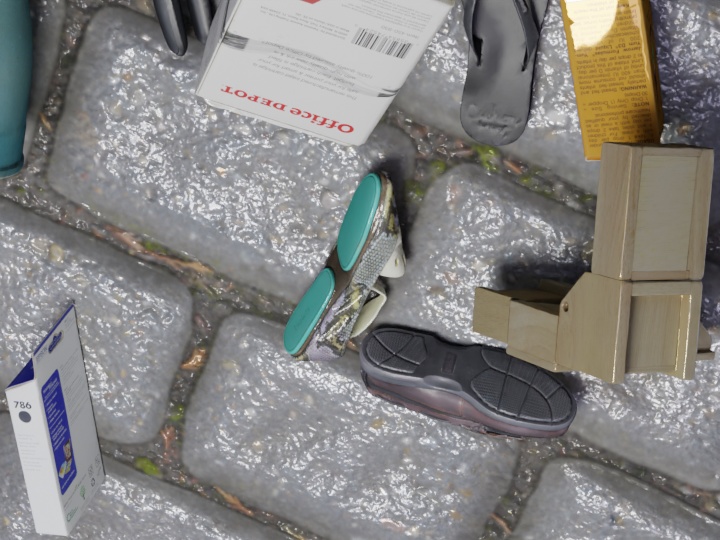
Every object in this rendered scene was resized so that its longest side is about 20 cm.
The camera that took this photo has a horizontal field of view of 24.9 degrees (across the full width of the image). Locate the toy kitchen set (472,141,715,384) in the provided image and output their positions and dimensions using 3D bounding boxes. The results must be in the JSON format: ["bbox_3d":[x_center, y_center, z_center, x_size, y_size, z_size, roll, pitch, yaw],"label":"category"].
[{"bbox_3d":[0.215,-0.016,1.308,0.162,0.199,0.183,-1,100,-29],"label":"toy kitchen set"}]

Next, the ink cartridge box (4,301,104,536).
[{"bbox_3d":[-0.287,0.138,1.530,0.039,0.100,0.202,3,117,14],"label":"ink cartridge box"}]

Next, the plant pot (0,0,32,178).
[{"bbox_3d":[-0.355,-0.196,1.322,0.198,0.200,0.190,17,105,6],"label":"plant pot"}]

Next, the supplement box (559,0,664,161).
[{"bbox_3d":[0.191,-0.188,1.251,0.068,0.067,0.202,-7,114,18],"label":"supplement box"}]

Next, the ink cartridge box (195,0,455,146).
[{"bbox_3d":[-0.028,-0.195,1.233,0.145,0.084,0.200,15,149,-14],"label":"ink cartridge box"}]

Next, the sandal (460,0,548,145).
[{"bbox_3d":[0.112,-0.191,1.284,0.075,0.043,0.202,3,117,13],"label":"sandal"}]

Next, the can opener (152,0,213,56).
[{"bbox_3d":[-0.157,-0.272,1.313,0.063,0.079,0.202,-27,116,-16],"label":"can opener"}]

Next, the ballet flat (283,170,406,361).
[{"bbox_3d":[0.000,0.000,1.409,0.072,0.072,0.201,28,121,-1],"label":"ballet flat"}]

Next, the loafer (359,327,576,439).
[{"bbox_3d":[0.093,0.107,1.439,0.198,0.072,0.063,17,140,12],"label":"loafer"}]
